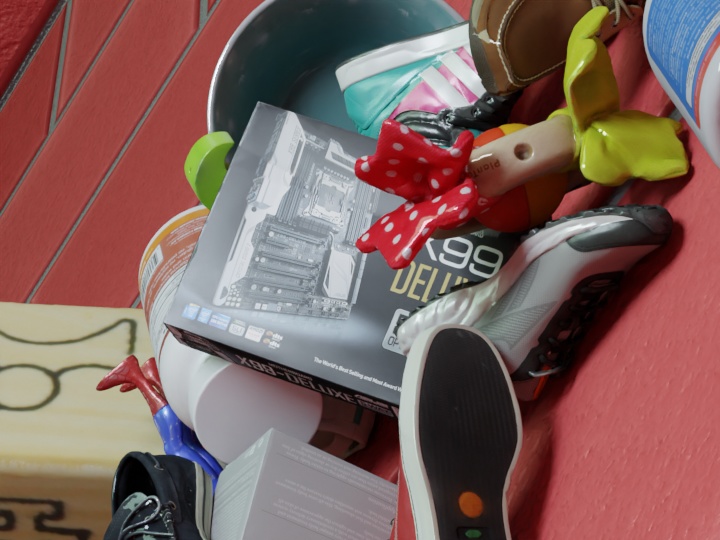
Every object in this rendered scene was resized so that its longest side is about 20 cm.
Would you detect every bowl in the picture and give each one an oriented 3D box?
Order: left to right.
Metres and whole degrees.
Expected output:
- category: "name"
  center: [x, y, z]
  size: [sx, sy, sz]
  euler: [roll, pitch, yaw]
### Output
- category: "bowl"
  center: [-0.005, -0.099, 1.912]
  size: [0.105, 0.200, 0.201]
  euler: [99, -165, -82]

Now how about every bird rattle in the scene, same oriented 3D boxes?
- category: "bird rattle"
  center: [0.088, -0.051, 1.596]
  size: [0.200, 0.113, 0.163]
  euler: [-31, -11, -7]

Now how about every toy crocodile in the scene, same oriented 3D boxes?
- category: "toy crocodile"
  center: [-0.029, -0.022, 1.806]
  size: [0.062, 0.200, 0.068]
  euler: [-58, 11, 12]

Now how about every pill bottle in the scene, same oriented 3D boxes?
- category: "pill bottle"
  center: [-0.083, 0.045, 1.834]
  size: [0.112, 0.112, 0.200]
  euler: [-57, 24, 18]
- category: "pill bottle"
  center: [0.206, -0.115, 1.401]
  size: [0.112, 0.112, 0.200]
  euler: [-58, 18, 16]

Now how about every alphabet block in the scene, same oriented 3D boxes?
- category: "alphabet block"
  center: [-0.218, 0.152, 1.995]
  size: [0.196, 0.199, 0.197]
  euler: [-88, 1, -56]

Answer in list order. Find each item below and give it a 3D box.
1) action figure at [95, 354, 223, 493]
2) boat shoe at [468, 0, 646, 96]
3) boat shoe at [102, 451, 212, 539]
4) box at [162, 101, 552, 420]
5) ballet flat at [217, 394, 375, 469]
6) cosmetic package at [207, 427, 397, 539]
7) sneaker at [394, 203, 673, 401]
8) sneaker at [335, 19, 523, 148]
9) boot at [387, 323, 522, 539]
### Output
- category: "action figure"
  center: [-0.099, 0.146, 1.829]
  size: [0.052, 0.200, 0.065]
  euler: [-43, -16, 6]
- category: "boat shoe"
  center: [0.136, -0.174, 1.674]
  size: [0.074, 0.076, 0.200]
  euler: [-5, 29, 38]
- category: "boat shoe"
  center: [-0.126, 0.173, 1.685]
  size: [0.075, 0.062, 0.200]
  euler: [-57, 18, 21]
- category: "box"
  center: [0.000, 0.000, 1.708]
  size: [0.050, 0.199, 0.158]
  euler: [61, -130, -69]
- category: "ballet flat"
  center: [-0.055, 0.137, 1.889]
  size: [0.200, 0.069, 0.070]
  euler: [-43, 26, 40]
- category: "cosmetic package"
  center: [-0.050, 0.211, 1.683]
  size: [0.090, 0.107, 0.201]
  euler: [-41, 26, 55]
- category: "sneaker"
  center: [0.109, 0.023, 1.581]
  size: [0.200, 0.074, 0.080]
  euler: [-37, 68, 37]
- category: "sneaker"
  center: [0.085, -0.104, 1.801]
  size: [0.199, 0.084, 0.121]
  euler: [-17, 84, 26]
- category: "boot"
  center: [0.031, 0.140, 1.560]
  size: [0.144, 0.072, 0.201]
  euler: [138, 137, -55]
